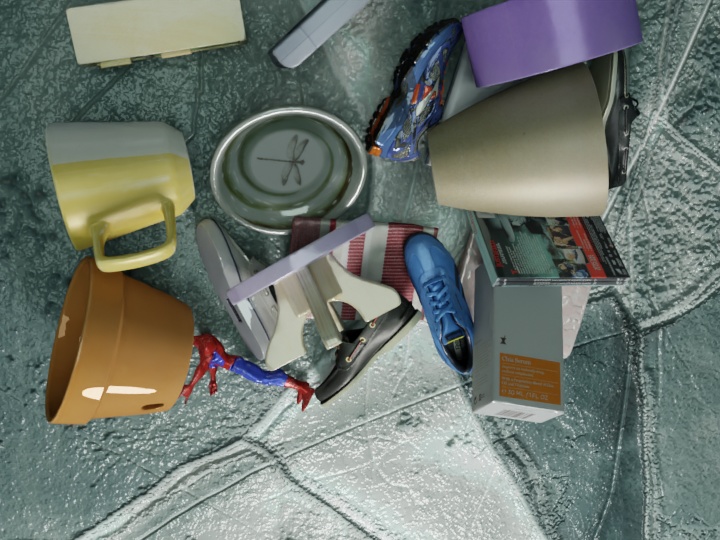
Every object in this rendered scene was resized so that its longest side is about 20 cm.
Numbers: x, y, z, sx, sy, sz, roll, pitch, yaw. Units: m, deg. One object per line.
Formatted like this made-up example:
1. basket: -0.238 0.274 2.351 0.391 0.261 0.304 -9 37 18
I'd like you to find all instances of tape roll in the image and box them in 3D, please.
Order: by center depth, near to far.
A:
1. tape roll: 0.224 -0.285 0.881 0.197 0.200 0.086 -17 104 -5

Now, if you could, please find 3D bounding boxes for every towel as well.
1. towel: 0.000 0.000 1.013 0.197 0.023 0.146 3 114 -10
2. towel: 0.231 0.017 1.060 0.197 0.032 0.194 12 100 -9

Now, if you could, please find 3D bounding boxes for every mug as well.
1. mug: -0.280 -0.096 0.902 0.151 0.149 0.189 -12 91 -15

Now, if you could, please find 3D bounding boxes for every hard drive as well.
1. hard drive: 0.180 -0.220 1.004 0.130 0.025 0.202 16 99 -12

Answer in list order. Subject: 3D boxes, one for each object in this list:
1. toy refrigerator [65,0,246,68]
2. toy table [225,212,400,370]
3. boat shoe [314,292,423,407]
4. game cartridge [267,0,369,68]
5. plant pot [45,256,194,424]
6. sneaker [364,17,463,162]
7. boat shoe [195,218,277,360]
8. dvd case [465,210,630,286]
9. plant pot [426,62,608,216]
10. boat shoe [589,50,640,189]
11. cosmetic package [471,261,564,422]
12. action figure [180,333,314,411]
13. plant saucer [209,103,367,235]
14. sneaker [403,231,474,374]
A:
1. toy refrigerator: -0.240 -0.290 0.897 0.197 0.076 0.071 -10 104 -7
2. toy table: -0.052 0.029 0.914 0.198 0.184 0.118 -27 92 12
3. boat shoe: -0.001 0.107 1.017 0.063 0.074 0.202 41 112 -1
4. game cartridge: -0.027 -0.318 0.895 0.200 0.133 0.041 -42 104 2
5. plant pot: -0.295 0.096 0.924 0.139 0.200 0.202 14 100 -28
6. sneaker: 0.079 -0.232 0.970 0.078 0.075 0.201 23 106 -22
7. boat shoe: -0.150 0.016 0.991 0.069 0.071 0.202 -32 103 -29
8. dvd case: 0.246 -0.042 0.990 0.197 0.147 0.022 0 143 -20
9. plant pot: 0.187 -0.144 0.930 0.197 0.187 0.190 -10 104 8
10. boat shoe: 0.345 -0.206 1.009 0.065 0.075 0.202 -3 103 -10
11. cosmetic package: 0.205 0.086 0.969 0.100 0.071 0.203 9 67 -11
12. action figure: -0.172 0.155 1.009 0.199 0.065 0.100 31 84 -14
13. plant saucer: -0.092 -0.134 0.943 0.197 0.051 0.202 -8 136 -8
14. sneaker: 0.113 0.045 0.993 0.065 0.079 0.202 -20 108 4
